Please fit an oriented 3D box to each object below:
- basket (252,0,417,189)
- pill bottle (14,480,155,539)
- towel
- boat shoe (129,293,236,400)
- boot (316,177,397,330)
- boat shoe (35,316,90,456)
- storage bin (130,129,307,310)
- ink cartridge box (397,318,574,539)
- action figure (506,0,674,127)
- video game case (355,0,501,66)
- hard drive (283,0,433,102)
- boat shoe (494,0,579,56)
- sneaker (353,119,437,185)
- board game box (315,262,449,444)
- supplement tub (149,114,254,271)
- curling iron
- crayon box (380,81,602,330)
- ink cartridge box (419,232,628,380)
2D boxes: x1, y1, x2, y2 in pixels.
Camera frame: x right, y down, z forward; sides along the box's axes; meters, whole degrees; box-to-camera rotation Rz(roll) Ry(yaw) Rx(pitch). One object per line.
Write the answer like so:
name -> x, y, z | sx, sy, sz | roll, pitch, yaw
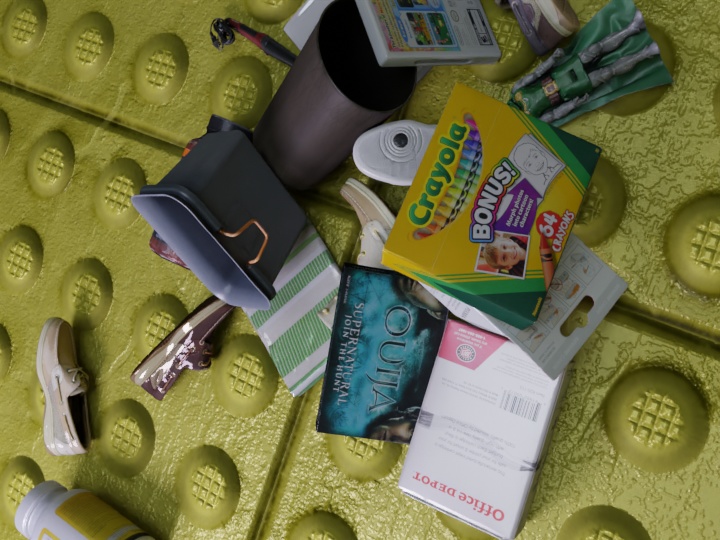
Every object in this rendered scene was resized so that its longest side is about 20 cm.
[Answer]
basket -> -0.041, -0.202, 0.933 | 0.200, 0.134, 0.183 | -40, 25, 46
pill bottle -> -0.385, 0.378, 1.062 | 0.197, 0.112, 0.114 | 25, 94, 24
towel -> -0.083, 0.043, 1.018 | 0.152, 0.023, 0.202 | -39, 69, 14
boat shoe -> -0.232, 0.107, 1.058 | 0.199, 0.072, 0.072 | -42, 100, 11
boot -> 0.000, 0.000, 0.946 | 0.154, 0.072, 0.201 | -39, 75, 4
boat shoe -> -0.434, 0.170, 1.134 | 0.063, 0.072, 0.206 | -6, 84, 14
storage bin -> -0.155, -0.070, 0.941 | 0.143, 0.201, 0.136 | 4, 53, 45
ink cartridge box -> 0.143, 0.176, 0.868 | 0.144, 0.082, 0.205 | 18, 91, 24
action figure -> 0.245, -0.221, 0.888 | 0.197, 0.054, 0.120 | -29, 76, 22
video game case -> 0.067, -0.339, 0.922 | 0.024, 0.178, 0.205 | -39, 66, 55
hard drive -> -0.003, -0.304, 1.018 | 0.132, 0.026, 0.201 | -43, 70, 14
boat shoe -> 0.186, -0.343, 0.914 | 0.065, 0.071, 0.203 | -42, 63, 31
sneaker -> 0.088, -0.130, 0.903 | 0.194, 0.112, 0.075 | -6, 83, -2
board game box -> 0.027, 0.101, 0.897 | 0.131, 0.028, 0.205 | 8, 104, -8
supplement tub -> -0.207, -0.105, 1.043 | 0.105, 0.107, 0.204 | 25, 93, 24
curling iron -> -0.140, -0.313, 1.079 | 0.197, 0.025, 0.050 | 29, 89, 25
crayon box -> 0.136, -0.068, 0.802 | 0.169, 0.058, 0.204 | 24, 78, 3
ink cartridge box -> 0.177, 0.007, 0.857 | 0.199, 0.048, 0.160 | 42, 66, 11
